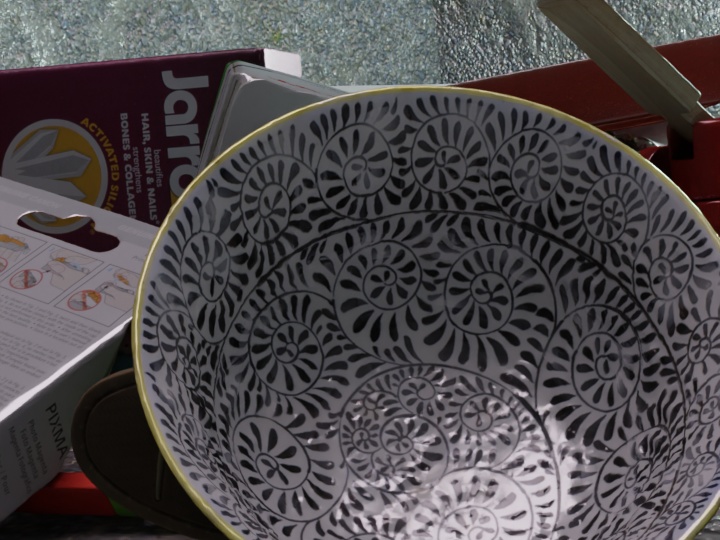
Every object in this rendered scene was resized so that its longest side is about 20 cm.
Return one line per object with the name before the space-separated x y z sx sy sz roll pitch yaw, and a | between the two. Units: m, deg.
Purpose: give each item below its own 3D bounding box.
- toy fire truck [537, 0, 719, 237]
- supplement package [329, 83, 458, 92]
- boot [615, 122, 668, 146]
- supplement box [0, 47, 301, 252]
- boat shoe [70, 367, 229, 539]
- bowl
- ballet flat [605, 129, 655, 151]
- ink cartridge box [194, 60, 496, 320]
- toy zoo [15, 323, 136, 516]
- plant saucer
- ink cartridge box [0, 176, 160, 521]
toy fire truck | 0.124 -0.041 0.788 0.128 0.202 0.175 -13 10 -42
supplement package | -0.005 -0.059 1.161 0.199 0.121 0.121 -6 -21 -36
boot | 0.204 -0.076 1.050 0.072 0.200 0.166 -47 -21 9
supplement box | -0.135 -0.059 0.934 0.198 0.132 0.103 -4 4 10
boat shoe | -0.012 0.068 0.622 0.198 0.073 0.068 5 8 -2
bowl | 0.025 0.044 0.525 0.199 0.202 0.095 -8 -36 -9
ballet flat | 0.145 -0.046 0.937 0.063 0.076 0.199 -2 6 -30
ink cartridge box | 0.000 -0.032 0.680 0.145 0.084 0.200 17 7 -6
toy zoo | -0.140 0.050 0.702 0.198 0.021 0.132 -1 45 16
plant saucer | 0.122 -0.097 0.915 0.198 0.037 0.200 -11 1 2
ink cartridge box | -0.179 0.037 0.692 0.162 0.058 0.200 17 35 31
